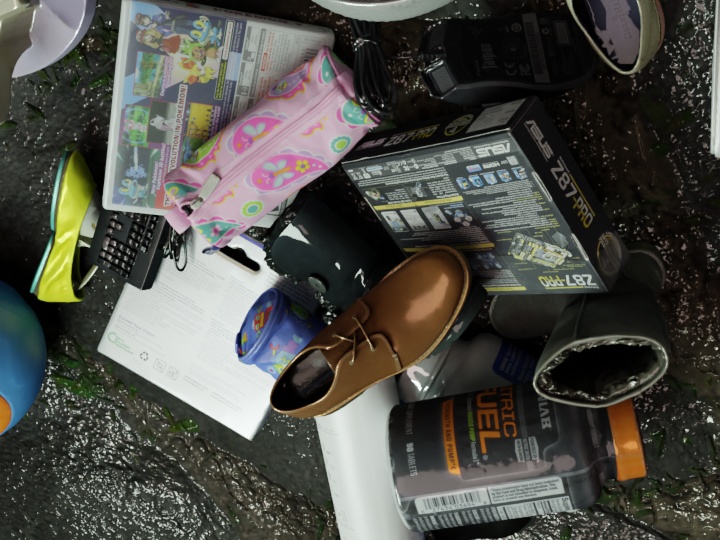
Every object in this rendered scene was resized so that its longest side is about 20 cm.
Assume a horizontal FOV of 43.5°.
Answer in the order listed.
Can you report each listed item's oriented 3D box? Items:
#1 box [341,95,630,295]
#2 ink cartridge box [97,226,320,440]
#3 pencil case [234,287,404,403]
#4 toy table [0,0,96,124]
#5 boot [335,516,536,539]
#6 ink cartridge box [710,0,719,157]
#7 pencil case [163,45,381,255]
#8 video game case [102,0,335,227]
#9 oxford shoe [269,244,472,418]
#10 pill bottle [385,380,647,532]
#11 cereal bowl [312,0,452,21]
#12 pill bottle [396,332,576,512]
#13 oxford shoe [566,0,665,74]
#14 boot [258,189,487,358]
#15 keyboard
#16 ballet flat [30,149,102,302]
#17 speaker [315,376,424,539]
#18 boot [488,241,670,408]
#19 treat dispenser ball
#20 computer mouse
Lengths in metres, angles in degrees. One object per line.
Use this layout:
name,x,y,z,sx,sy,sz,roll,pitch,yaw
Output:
box,0.096,-0.050,0.738,0.199,0.049,0.162,-4,128,52
ink cartridge box,-0.151,0.045,0.943,0.198,0.041,0.201,30,108,4
pencil case,-0.033,0.102,0.885,0.199,0.078,0.087,37,111,-21
toy table,-0.355,-0.235,0.842,0.199,0.117,0.185,-25,105,29
boot,0.069,0.279,0.918,0.209,0.158,0.080,-7,116,25
ink cartridge box,0.348,-0.158,0.625,0.198,0.085,0.146,2,117,19
pencil case,-0.079,-0.102,0.779,0.199,0.088,0.088,-35,101,12
video game case,-0.131,-0.135,0.812,0.180,0.023,0.201,6,123,-17
oxford shoe,0.007,0.055,0.714,0.200,0.071,0.072,-44,73,17
pill bottle,0.127,0.146,0.736,0.198,0.106,0.107,-12,112,13
cereal bowl,0.024,-0.276,0.669,0.198,0.083,0.202,-2,84,14
pill bottle,0.134,0.128,0.843,0.199,0.112,0.113,29,123,5
oxford shoe,0.168,-0.238,0.659,0.070,0.074,0.201,-26,105,30
boot,0.000,0.000,0.796,0.168,0.077,0.200,42,160,-13
keyboard,-0.204,-0.076,0.884,0.103,0.040,0.202,24,108,7
ballet flat,-0.301,-0.041,0.962,0.066,0.067,0.201,18,127,-13
speaker,0.006,0.174,0.830,0.080,0.081,0.202,-3,109,23
boot,0.168,0.051,0.735,0.181,0.200,0.073,-27,106,30
treat dispenser ball,-0.454,0.099,1.005,0.199,0.201,0.203,9,119,17
computer mouse,0.081,-0.187,0.724,0.198,0.142,0.046,-9,159,-9
